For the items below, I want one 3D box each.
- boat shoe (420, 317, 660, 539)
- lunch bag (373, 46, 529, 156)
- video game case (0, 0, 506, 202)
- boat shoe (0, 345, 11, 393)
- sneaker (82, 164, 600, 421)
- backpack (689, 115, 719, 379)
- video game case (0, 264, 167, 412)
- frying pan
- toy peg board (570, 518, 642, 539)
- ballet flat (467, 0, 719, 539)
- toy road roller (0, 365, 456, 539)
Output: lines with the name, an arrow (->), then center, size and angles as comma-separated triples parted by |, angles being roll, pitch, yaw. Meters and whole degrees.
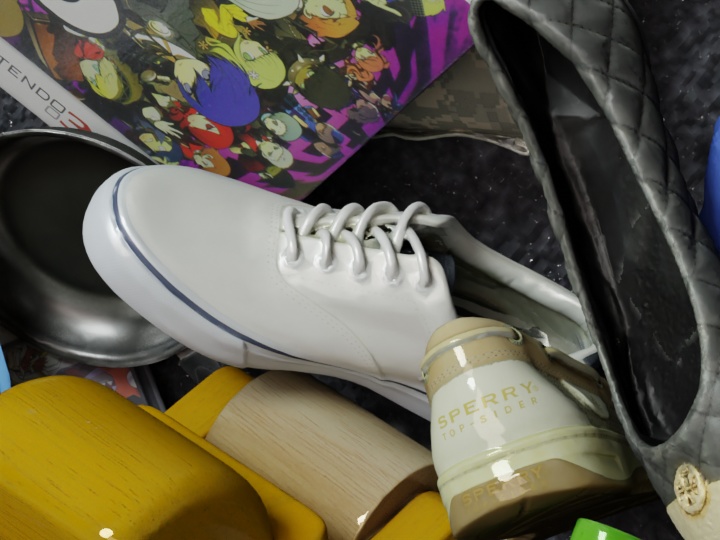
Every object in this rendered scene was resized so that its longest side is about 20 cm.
boat shoe -> 0.063, 0.055, 0.757 | 0.073, 0.201, 0.064 | -23, 78, 15
lunch bag -> 0.013, -0.146, 0.823 | 0.163, 0.117, 0.202 | 6, 99, 23
video game case -> -0.065, -0.105, 0.786 | 0.181, 0.036, 0.200 | 39, 141, -11
boat shoe -> -0.195, -0.016, 0.838 | 0.201, 0.068, 0.084 | 58, 146, 29
sneaker -> 0.000, 0.000, 0.799 | 0.071, 0.199, 0.073 | -46, 35, 42
backpack -> 0.203, 0.016, 0.722 | 0.199, 0.162, 0.169 | 14, 98, 20
video game case -> -0.149, 0.106, 0.869 | 0.201, 0.180, 0.025 | 67, 154, 9
frying pan -> -0.074, 0.006, 0.855 | 0.189, 0.031, 0.115 | 27, 133, -5
toy peg board -> 0.132, 0.144, 0.613 | 0.199, 0.199, 0.098 | 23, 81, -12
ballet flat -> 0.080, 0.000, 0.691 | 0.066, 0.057, 0.201 | -36, 69, 50
toy road roller -> -0.058, 0.090, 0.758 | 0.122, 0.200, 0.147 | 29, 142, 32
